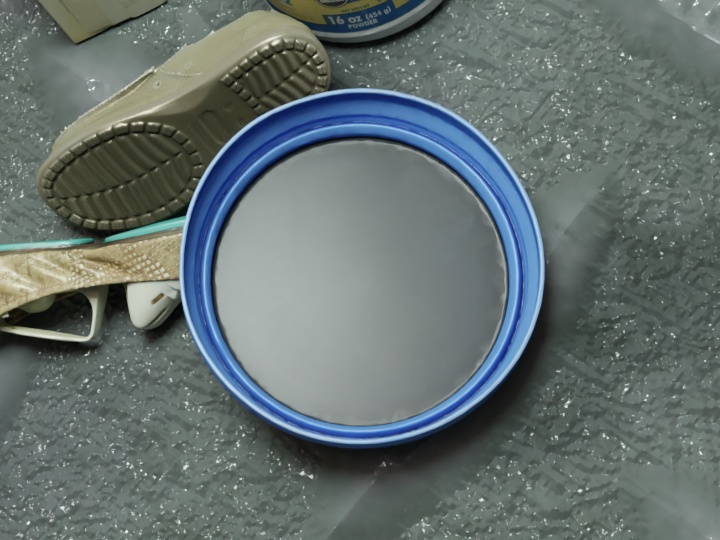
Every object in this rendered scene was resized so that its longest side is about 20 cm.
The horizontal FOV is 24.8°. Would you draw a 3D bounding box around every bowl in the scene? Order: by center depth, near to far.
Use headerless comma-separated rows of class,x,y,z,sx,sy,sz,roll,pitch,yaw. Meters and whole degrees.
bowl,0.000,0.000,0.900,0.198,0.039,0.203,0,73,-1

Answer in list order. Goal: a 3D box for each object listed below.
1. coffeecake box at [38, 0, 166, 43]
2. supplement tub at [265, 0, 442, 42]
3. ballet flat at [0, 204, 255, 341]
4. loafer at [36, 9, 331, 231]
coffeecake box,-0.208,-0.275,1.058,0.073,0.154,0.201,-23,62,7
supplement tub,-0.023,-0.241,0.955,0.143,0.200,0.146,-7,65,15
ballet flat,-0.148,0.007,0.973,0.198,0.070,0.066,-9,90,17
loafer,-0.106,-0.092,0.992,0.199,0.076,0.069,-26,31,12
